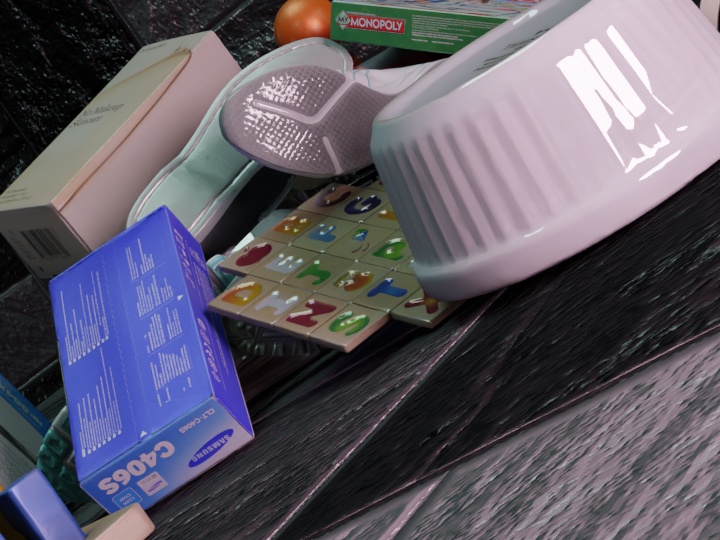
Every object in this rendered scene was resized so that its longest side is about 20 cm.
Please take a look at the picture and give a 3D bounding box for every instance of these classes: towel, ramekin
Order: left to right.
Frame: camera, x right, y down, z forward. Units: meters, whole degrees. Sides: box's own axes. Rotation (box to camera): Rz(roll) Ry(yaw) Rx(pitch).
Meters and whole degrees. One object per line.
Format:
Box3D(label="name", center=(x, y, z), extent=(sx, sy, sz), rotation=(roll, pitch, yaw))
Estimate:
Box3D(label="towel", center=(-0.062, 0.051, 1.270), extent=(0.191, 0.032, 0.200), rotation=(-33, 6, 24))
Box3D(label="ramekin", center=(0.095, -0.077, 0.905), extent=(0.202, 0.094, 0.202), rotation=(-32, 10, 6))

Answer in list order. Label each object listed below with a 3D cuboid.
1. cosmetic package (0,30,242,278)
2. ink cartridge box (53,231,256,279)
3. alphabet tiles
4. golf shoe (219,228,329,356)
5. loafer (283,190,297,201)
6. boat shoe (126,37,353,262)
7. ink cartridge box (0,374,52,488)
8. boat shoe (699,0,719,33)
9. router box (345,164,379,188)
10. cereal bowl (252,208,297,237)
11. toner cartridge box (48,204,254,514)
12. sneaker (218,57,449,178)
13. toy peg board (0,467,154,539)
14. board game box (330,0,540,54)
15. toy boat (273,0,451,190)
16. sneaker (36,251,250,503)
Box3D(label="cosmetic package", center=(-0.178, -0.088, 1.353), extent=(0.103, 0.073, 0.200), rotation=(-5, 40, 49))
Box3D(label="ink cartridge box", center=(-0.151, -0.003, 1.304), extent=(0.145, 0.048, 0.200), rotation=(-38, 46, -3))
Box3D(label="alphabet tiles", center=(0.010, -0.013, 1.027), extent=(0.166, 0.006, 0.200), rotation=(-37, 30, -27))
Box3D(label="golf shoe", center=(0.000, 0.000, 1.141), extent=(0.200, 0.078, 0.097), rotation=(-27, -4, -12))
Box3D(label="loafer", center=(-0.142, -0.047, 1.454), extent=(0.199, 0.076, 0.067), rotation=(-16, -15, -22))
Box3D(label="boat shoe", center=(-0.078, -0.074, 1.204), extent=(0.200, 0.076, 0.060), rotation=(-43, -26, -13))
Box3D(label="ink cartridge box", center=(-0.301, 0.164, 1.262), extent=(0.146, 0.084, 0.200), rotation=(-41, 13, 5))
Box3D(label="boat shoe", center=(0.257, -0.159, 1.005), extent=(0.067, 0.072, 0.200), rotation=(11, 24, 30))
Box3D(label="router box", center=(0.096, -0.091, 1.268), extent=(0.200, 0.062, 0.150), rotation=(-28, 5, 18))
Box3D(label="cereal bowl", center=(-0.101, 0.008, 1.408), extent=(0.200, 0.084, 0.200), rotation=(-28, -8, -4))
Box3D(label="toner cartridge box", center=(-0.129, 0.050, 1.063), extent=(0.095, 0.043, 0.200), rotation=(-34, 36, 9))
Box3D(label="sneaker", center=(-0.007, -0.095, 1.141), extent=(0.200, 0.071, 0.080), rotation=(-7, 1, -33))
Box3D(label="toy peg board", center=(-0.245, 0.173, 0.922), extent=(0.200, 0.098, 0.199), rotation=(-40, 6, -41))
Box3D(label="board game box", center=(0.098, -0.163, 1.188), extent=(0.200, 0.029, 0.134), rotation=(12, 18, 35))
Box3D(label="toy boat", center=(-0.020, -0.143, 1.316), extent=(0.130, 0.131, 0.200), rotation=(-31, 5, -24))
Box3D(label="sneaker", center=(-0.131, 0.073, 1.166), extent=(0.200, 0.078, 0.091), rotation=(-44, 8, -10))
